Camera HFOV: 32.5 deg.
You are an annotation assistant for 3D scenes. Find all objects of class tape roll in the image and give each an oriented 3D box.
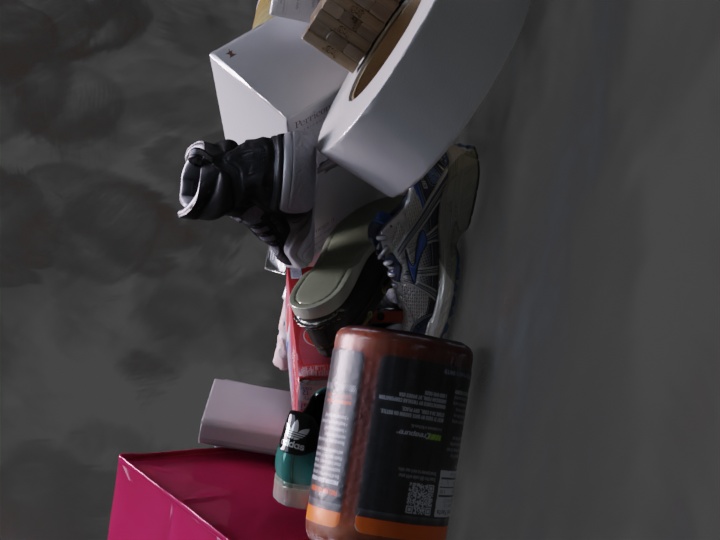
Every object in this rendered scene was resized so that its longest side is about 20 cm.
[{"bbox_3d":[0.048,-0.161,0.974,0.203,0.071,0.203,-54,13,18],"label":"tape roll"}]

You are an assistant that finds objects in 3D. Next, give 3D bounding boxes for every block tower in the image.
[{"bbox_3d":[0.028,-0.262,1.007,0.200,0.054,0.058,-54,13,18],"label":"block tower"}]

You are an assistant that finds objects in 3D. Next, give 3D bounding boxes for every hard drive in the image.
[{"bbox_3d":[-0.046,0.147,1.161,0.132,0.199,0.027,-97,17,-78],"label":"hard drive"}]

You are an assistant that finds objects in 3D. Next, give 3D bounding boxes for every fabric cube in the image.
[{"bbox_3d":[-0.094,0.275,1.049,0.200,0.196,0.200,22,106,49],"label":"fabric cube"}]

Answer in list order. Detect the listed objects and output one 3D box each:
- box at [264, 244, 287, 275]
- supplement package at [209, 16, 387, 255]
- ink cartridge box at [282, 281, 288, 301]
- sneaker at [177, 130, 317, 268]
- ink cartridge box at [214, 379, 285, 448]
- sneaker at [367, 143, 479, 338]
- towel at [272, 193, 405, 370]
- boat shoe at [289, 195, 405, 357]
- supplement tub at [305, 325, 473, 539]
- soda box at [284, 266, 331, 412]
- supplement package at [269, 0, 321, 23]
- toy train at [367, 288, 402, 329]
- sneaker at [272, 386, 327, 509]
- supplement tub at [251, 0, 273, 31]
[{"bbox_3d":[-0.011,-0.086,1.458,0.047,0.193,0.201,14,94,45],"label":"box"},{"bbox_3d":[-0.051,-0.129,1.162,0.117,0.117,0.200,44,156,30],"label":"supplement package"},{"bbox_3d":[0.010,-0.044,1.396,0.160,0.047,0.201,7,-70,-50],"label":"ink cartridge box"},{"bbox_3d":[-0.094,-0.060,1.048,0.200,0.113,0.076,95,178,-68],"label":"sneaker"},{"bbox_3d":[-0.064,0.186,1.387,0.200,0.196,0.043,110,171,-67],"label":"ink cartridge box"},{"bbox_3d":[0.045,-0.018,1.087,0.077,0.085,0.201,-97,16,-78],"label":"sneaker"},{"bbox_3d":[-0.005,0.003,1.348,0.032,0.191,0.201,30,117,38],"label":"towel"},{"bbox_3d":[0.000,0.000,1.137,0.201,0.071,0.061,-52,-51,-46],"label":"boat shoe"},{"bbox_3d":[0.018,0.145,0.907,0.107,0.106,0.201,129,151,-83],"label":"supplement tub"},{"bbox_3d":[-0.036,0.074,1.160,0.200,0.063,0.070,-101,14,-60],"label":"soda box"},{"bbox_3d":[0.030,-0.276,1.097,0.114,0.199,0.110,-83,5,-56],"label":"supplement package"},{"bbox_3d":[0.029,0.059,1.255,0.200,0.085,0.114,127,141,-78],"label":"toy train"},{"bbox_3d":[0.001,0.130,1.015,0.200,0.071,0.080,-16,-65,-59],"label":"sneaker"},{"bbox_3d":[-0.047,-0.236,1.320,0.145,0.144,0.201,104,174,-49],"label":"supplement tub"}]
